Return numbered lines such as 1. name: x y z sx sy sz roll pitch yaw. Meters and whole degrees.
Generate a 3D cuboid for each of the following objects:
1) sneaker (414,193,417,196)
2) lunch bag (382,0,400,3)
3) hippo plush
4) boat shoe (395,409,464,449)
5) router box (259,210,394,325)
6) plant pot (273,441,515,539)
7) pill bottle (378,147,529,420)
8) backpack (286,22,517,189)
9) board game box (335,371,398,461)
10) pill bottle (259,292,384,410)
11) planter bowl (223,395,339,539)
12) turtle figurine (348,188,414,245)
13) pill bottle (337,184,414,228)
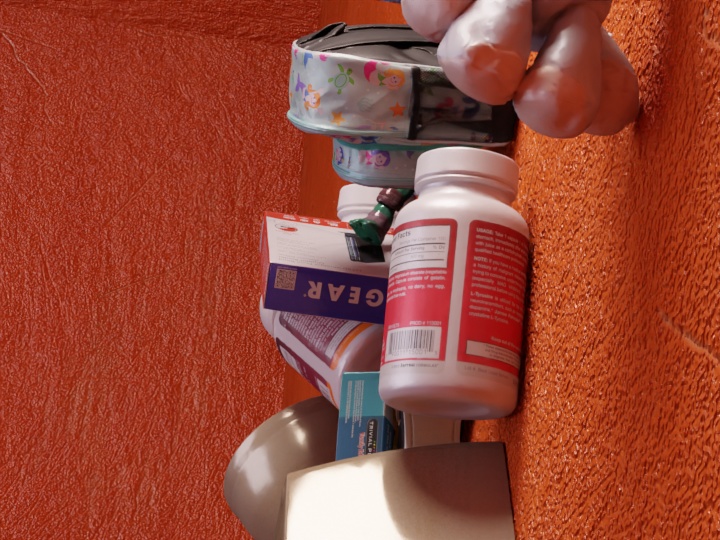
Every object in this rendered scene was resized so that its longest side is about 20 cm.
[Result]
1. sneaker: 0.071 -0.135 1.777 0.082 0.074 0.200 -53 -1 -6
2. lunch bag: 0.067 -0.377 1.627 0.094 0.148 0.203 -142 59 -83
3. hippo plush: 0.142 -0.189 0.983 0.199 0.159 0.161 -23 -26 -49
4. boat shoe: 0.068 0.120 1.431 0.060 0.073 0.203 -121 31 -72
5. router box: 0.000 0.000 1.587 0.180 0.197 0.050 -106 25 -71
6. plant pot: 0.015 0.261 1.250 0.201 0.175 0.202 -91 12 -54
7. pill bottle: 0.077 0.011 1.265 0.112 0.111 0.203 121 156 -74
8. backpack: 0.030 -0.154 1.438 0.178 0.197 0.153 -126 43 -72
9. board game box: 0.023 0.205 1.506 0.200 0.046 0.153 61 -150 -60
10. pill bottle: -0.020 0.069 1.641 0.200 0.113 0.116 38 124 52
11. planter bowl: -0.037 0.259 1.780 0.135 0.198 0.202 54 144 39
12. turtle figurine: 0.068 -0.118 1.592 0.148 0.101 0.202 2 64 41
13. pill bottle: 0.010 0.009 1.838 0.120 0.118 0.203 126 151 -77
